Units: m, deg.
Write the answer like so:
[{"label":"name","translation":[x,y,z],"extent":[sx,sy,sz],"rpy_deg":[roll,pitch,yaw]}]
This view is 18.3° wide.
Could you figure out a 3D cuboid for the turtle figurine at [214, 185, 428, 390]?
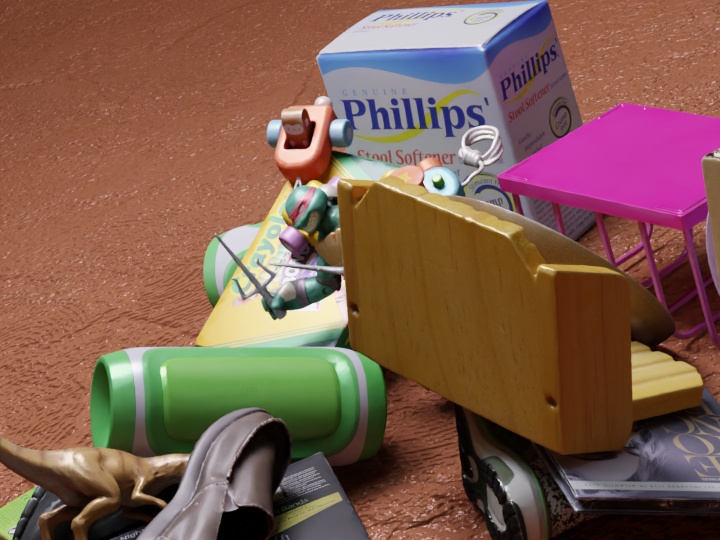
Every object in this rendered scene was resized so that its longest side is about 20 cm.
[{"label":"turtle figurine","translation":[0.000,0.000,1.632],"extent":[0.101,0.200,0.150],"rpy_deg":[-58,9,-21]}]

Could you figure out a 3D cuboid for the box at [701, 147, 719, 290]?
[{"label":"box","translation":[0.291,0.028,1.410],"extent":[0.021,0.201,0.163],"rpy_deg":[-23,22,-33]}]

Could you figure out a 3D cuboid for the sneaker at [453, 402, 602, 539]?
[{"label":"sneaker","translation":[0.117,0.128,1.511],"extent":[0.088,0.077,0.200],"rpy_deg":[-8,27,-9]}]

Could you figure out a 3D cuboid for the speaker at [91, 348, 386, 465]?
[{"label":"speaker","translation":[-0.087,0.098,1.592],"extent":[0.199,0.089,0.088],"rpy_deg":[1,17,-19]}]

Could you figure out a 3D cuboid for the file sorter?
[{"label":"file sorter","translation":[0.230,-0.032,1.680],"extent":[0.139,0.126,0.200],"rpy_deg":[-31,27,-29]}]

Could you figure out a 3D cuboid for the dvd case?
[{"label":"dvd case","translation":[0.182,0.109,1.470],"extent":[0.148,0.016,0.200],"rpy_deg":[3,21,-14]}]

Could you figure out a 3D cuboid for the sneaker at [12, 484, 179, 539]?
[{"label":"sneaker","translation":[-0.173,0.170,1.607],"extent":[0.091,0.076,0.200],"rpy_deg":[34,57,18]}]

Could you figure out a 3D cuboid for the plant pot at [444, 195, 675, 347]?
[{"label":"plant pot","translation":[0.133,0.008,1.621],"extent":[0.200,0.200,0.028],"rpy_deg":[15,71,52]}]

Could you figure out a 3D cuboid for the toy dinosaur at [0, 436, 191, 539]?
[{"label":"toy dinosaur","translation":[-0.191,0.142,1.508],"extent":[0.199,0.107,0.060],"rpy_deg":[11,-8,-20]}]

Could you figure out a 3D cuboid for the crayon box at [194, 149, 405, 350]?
[{"label":"crayon box","translation":[-0.029,0.006,1.759],"extent":[0.118,0.058,0.200],"rpy_deg":[14,64,31]}]

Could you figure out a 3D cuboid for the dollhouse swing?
[{"label":"dollhouse swing","translation":[0.119,0.012,1.477],"extent":[0.175,0.182,0.200],"rpy_deg":[-25,33,-34]}]

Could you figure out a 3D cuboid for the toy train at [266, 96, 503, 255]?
[{"label":"toy train","translation":[0.002,-0.083,1.734],"extent":[0.199,0.056,0.151],"rpy_deg":[4,59,26]}]

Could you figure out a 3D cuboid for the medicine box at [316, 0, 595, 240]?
[{"label":"medicine box","translation":[0.085,-0.115,1.880],"extent":[0.182,0.201,0.103],"rpy_deg":[2,31,40]}]

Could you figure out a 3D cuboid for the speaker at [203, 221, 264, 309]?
[{"label":"speaker","translation":[-0.029,-0.003,1.868],"extent":[0.199,0.089,0.088],"rpy_deg":[-6,27,29]}]

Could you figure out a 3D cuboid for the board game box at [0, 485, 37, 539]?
[{"label":"board game box","translation":[-0.182,0.160,1.703],"extent":[0.200,0.030,0.095],"rpy_deg":[-34,29,-25]}]

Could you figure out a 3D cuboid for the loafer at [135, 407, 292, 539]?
[{"label":"loafer","translation":[-0.083,0.163,1.446],"extent":[0.071,0.073,0.200],"rpy_deg":[3,35,23]}]

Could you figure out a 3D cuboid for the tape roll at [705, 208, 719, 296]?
[{"label":"tape roll","translation":[0.330,-0.008,1.460],"extent":[0.085,0.201,0.200],"rpy_deg":[-35,28,-32]}]

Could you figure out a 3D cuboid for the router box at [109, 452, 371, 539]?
[{"label":"router box","translation":[-0.091,0.209,1.493],"extent":[0.199,0.052,0.157],"rpy_deg":[-22,23,-6]}]
